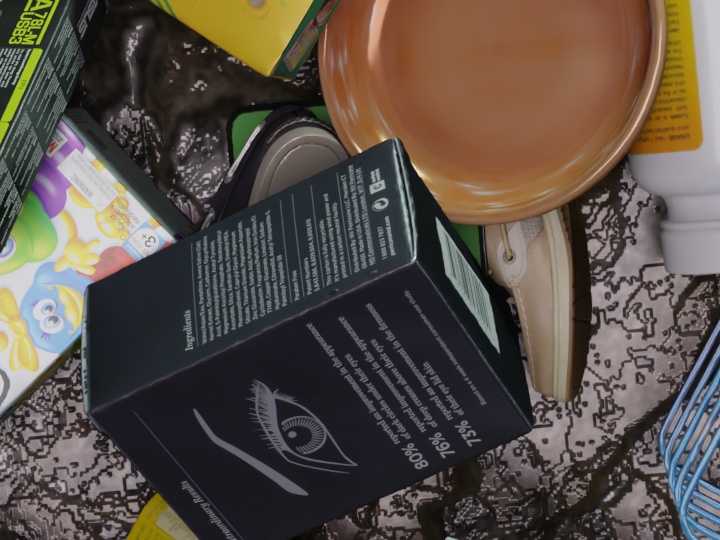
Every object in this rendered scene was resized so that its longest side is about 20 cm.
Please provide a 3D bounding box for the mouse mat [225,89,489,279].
[{"bbox_3d":[0.000,0.000,1.358,0.160,0.008,0.201,-2,94,25],"label":"mouse mat"}]

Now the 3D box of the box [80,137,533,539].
[{"bbox_3d":[-0.029,0.047,1.263,0.199,0.105,0.148,-24,129,14],"label":"box"}]

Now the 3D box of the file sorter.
[{"bbox_3d":[0.245,0.097,1.286,0.138,0.200,0.123,26,98,1],"label":"file sorter"}]

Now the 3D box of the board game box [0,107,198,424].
[{"bbox_3d":[-0.202,0.013,1.348,0.200,0.105,0.103,-44,92,6],"label":"board game box"}]

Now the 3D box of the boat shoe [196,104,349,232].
[{"bbox_3d":[-0.065,-0.005,1.364,0.072,0.063,0.201,15,116,-25],"label":"boat shoe"}]

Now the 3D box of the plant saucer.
[{"bbox_3d":[0.074,-0.124,1.292,0.199,0.037,0.201,-1,86,22],"label":"plant saucer"}]

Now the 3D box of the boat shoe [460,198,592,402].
[{"bbox_3d":[0.092,-0.023,1.351,0.065,0.072,0.201,-6,94,14],"label":"boat shoe"}]

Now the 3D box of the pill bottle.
[{"bbox_3d":[0.201,-0.102,1.315,0.110,0.111,0.201,-6,94,3],"label":"pill bottle"}]

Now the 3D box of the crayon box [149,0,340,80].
[{"bbox_3d":[-0.062,-0.233,1.281,0.172,0.058,0.201,33,99,13],"label":"crayon box"}]

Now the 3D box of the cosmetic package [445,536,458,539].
[{"bbox_3d":[0.073,0.253,1.244,0.150,0.052,0.201,20,100,-29],"label":"cosmetic package"}]

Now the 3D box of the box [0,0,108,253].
[{"bbox_3d":[-0.257,-0.092,1.288,0.192,0.201,0.048,2,137,15],"label":"box"}]

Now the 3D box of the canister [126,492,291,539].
[{"bbox_3d":[-0.055,0.225,1.327,0.200,0.086,0.149,32,99,30],"label":"canister"}]
